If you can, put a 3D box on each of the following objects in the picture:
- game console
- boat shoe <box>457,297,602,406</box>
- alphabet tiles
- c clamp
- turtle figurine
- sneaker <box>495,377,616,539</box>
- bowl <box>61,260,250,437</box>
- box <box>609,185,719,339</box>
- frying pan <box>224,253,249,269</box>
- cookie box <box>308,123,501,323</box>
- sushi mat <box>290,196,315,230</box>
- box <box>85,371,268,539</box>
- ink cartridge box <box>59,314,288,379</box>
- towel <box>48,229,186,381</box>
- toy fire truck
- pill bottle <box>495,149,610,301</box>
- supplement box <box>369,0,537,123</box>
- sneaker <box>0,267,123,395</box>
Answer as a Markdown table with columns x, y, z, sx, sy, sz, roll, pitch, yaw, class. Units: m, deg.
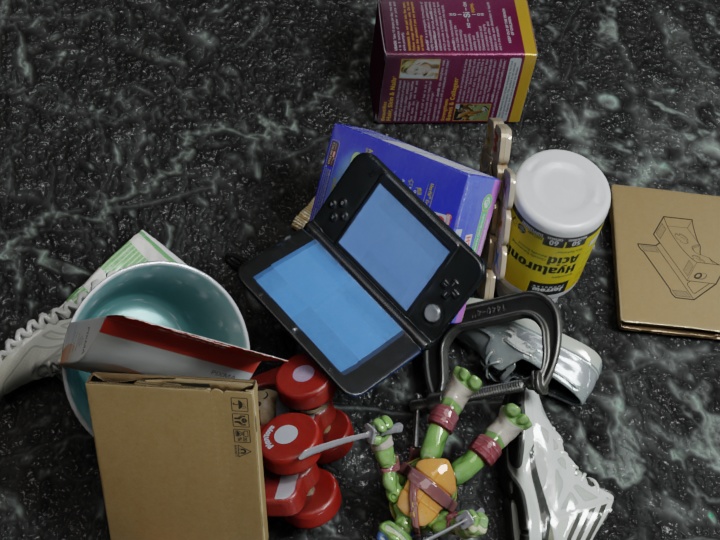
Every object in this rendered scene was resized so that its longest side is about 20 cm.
| x | y | z | sx | sy | sz | roll | pitch | yaw | class |
| --- | --- | --- | --- | --- | --- | --- | --- | --- | --- |
| 0.000 | 0.000 | 1.295 | 0.200 | 0.171 | 0.118 | 45 | 25 | 19 | game console |
| 0.175 | 0.095 | 1.405 | 0.199 | 0.070 | 0.072 | 23 | 61 | 10 | boat shoe |
| 0.150 | -0.071 | 1.422 | 0.014 | 0.203 | 0.196 | 3 | 16 | -4 | alphabet tiles |
| 0.137 | 0.112 | 1.354 | 0.198 | 0.027 | 0.173 | -21 | 57 | 28 | c clamp |
| 0.079 | 0.193 | 1.238 | 0.143 | 0.201 | 0.195 | 22 | 66 | 43 | turtle figurine |
| 0.213 | 0.219 | 1.343 | 0.114 | 0.076 | 0.203 | 8 | 60 | -15 | sneaker |
| -0.225 | 0.092 | 1.295 | 0.198 | 0.105 | 0.204 | 0 | 89 | -26 | bowl |
| 0.391 | -0.011 | 1.514 | 0.161 | 0.021 | 0.202 | 6 | 57 | -3 | box |
| -0.077 | 0.031 | 1.429 | 0.031 | 0.188 | 0.117 | -18 | 102 | -45 | frying pan |
| 0.042 | -0.054 | 1.389 | 0.199 | 0.173 | 0.075 | 25 | 16 | 35 | cookie box |
| 0.022 | -0.038 | 1.506 | 0.199 | 0.012 | 0.096 | 31 | 59 | 13 | sushi mat |
| -0.175 | 0.187 | 1.189 | 0.161 | 0.202 | 0.021 | 2 | 33 | 5 | box |
| -0.177 | 0.086 | 1.149 | 0.160 | 0.199 | 0.051 | 18 | 80 | -25 | ink cartridge box |
| -0.268 | 0.057 | 1.410 | 0.152 | 0.023 | 0.200 | 36 | 61 | 15 | towel |
| -0.103 | 0.177 | 1.302 | 0.165 | 0.113 | 0.201 | -2 | 42 | 15 | toy fire truck |
| 0.211 | -0.036 | 1.413 | 0.110 | 0.201 | 0.113 | 2 | 57 | -4 | pill bottle |
| 0.116 | -0.270 | 1.593 | 0.197 | 0.132 | 0.104 | -1 | 56 | -7 | supplement box |
| -0.314 | 0.079 | 1.343 | 0.199 | 0.075 | 0.081 | -35 | 78 | -23 | sneaker |
